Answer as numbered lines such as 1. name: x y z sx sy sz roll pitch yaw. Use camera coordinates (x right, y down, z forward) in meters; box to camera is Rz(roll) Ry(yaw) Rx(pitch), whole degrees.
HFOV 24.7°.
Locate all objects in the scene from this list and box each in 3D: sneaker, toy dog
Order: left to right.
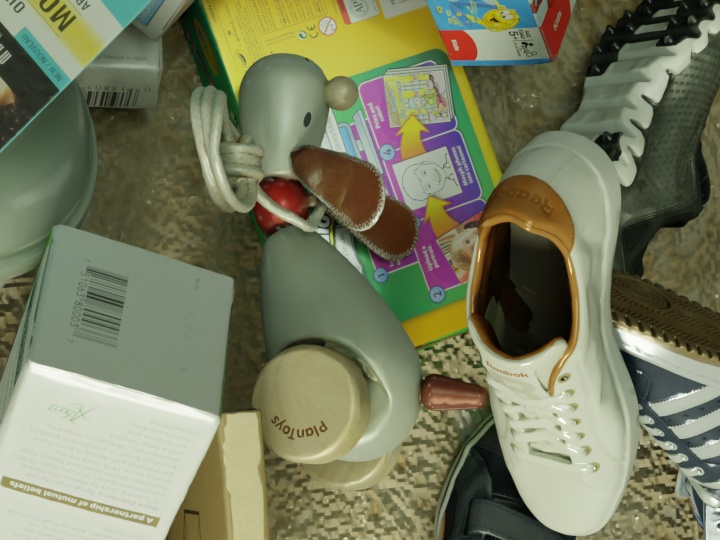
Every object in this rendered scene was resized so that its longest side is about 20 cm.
1. toy dog: 0.000 0.000 0.727 0.095 0.132 0.202 -10 97 10
2. sneaker: 0.068 0.162 0.802 0.078 0.079 0.202 21 77 -11
3. sneaker: 0.076 0.045 0.732 0.085 0.072 0.202 -43 133 -48
4. sneaker: 0.153 -0.071 0.860 0.201 0.066 0.091 -55 127 -29
5. sneaker: 0.157 0.075 0.815 0.198 0.070 0.109 20 114 -14

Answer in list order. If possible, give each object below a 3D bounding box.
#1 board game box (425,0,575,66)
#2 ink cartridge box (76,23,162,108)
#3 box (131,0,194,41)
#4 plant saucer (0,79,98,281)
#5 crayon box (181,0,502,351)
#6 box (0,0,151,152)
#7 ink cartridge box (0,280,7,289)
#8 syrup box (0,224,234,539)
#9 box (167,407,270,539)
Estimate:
1. board game box: 0.066 -0.236 0.768 0.055 0.196 0.201 4 56 27
2. ink cartridge box: -0.179 -0.180 0.801 0.159 0.050 0.202 1 70 -14
3. box: -0.062 -0.221 0.761 0.101 0.112 0.201 40 53 -7
4. plant saucer: -0.185 -0.088 0.665 0.199 0.050 0.201 27 40 -25
5. crayon box: 0.000 -0.056 0.818 0.118 0.058 0.202 -19 89 -15
6. box: -0.140 -0.100 0.617 0.082 0.049 0.200 49 52 -16
7. ink cartridge box: -0.266 -0.007 0.673 0.200 0.145 0.145 40 36 -6
8. syrup box: -0.121 0.085 0.695 0.081 0.201 0.079 17 41 -14
9. box: -0.061 0.163 0.723 0.021 0.163 0.202 -3 84 -16
